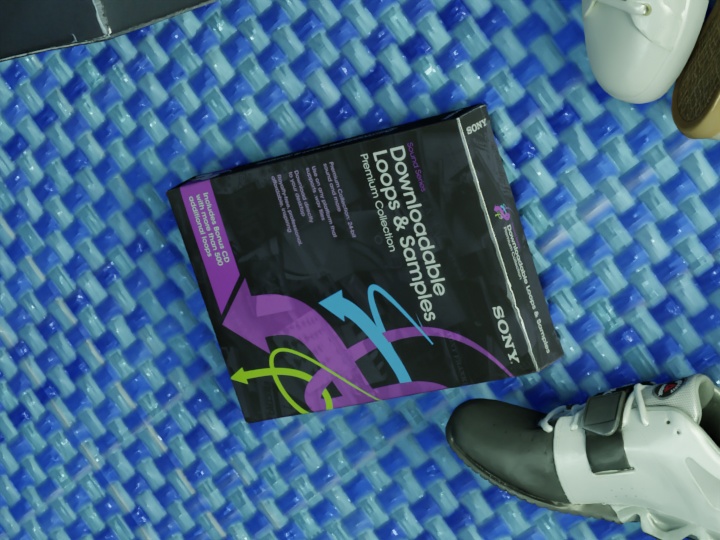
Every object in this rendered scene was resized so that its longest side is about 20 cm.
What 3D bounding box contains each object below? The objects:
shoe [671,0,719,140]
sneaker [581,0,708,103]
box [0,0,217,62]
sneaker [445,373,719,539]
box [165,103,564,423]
[{"bbox_3d":[0.208,-0.143,1.078,0.053,0.070,0.200,16,123,-15],"label":"shoe"},{"bbox_3d":[0.117,-0.174,1.093,0.073,0.085,0.200,25,118,46],"label":"sneaker"},{"bbox_3d":[-0.161,-0.177,1.203,0.198,0.200,0.123,-8,103,33],"label":"box"},{"bbox_3d":[0.143,0.084,1.193,0.200,0.074,0.089,16,116,16],"label":"sneaker"},{"bbox_3d":[0.000,0.000,1.269,0.200,0.036,0.143,-13,101,33],"label":"box"}]
